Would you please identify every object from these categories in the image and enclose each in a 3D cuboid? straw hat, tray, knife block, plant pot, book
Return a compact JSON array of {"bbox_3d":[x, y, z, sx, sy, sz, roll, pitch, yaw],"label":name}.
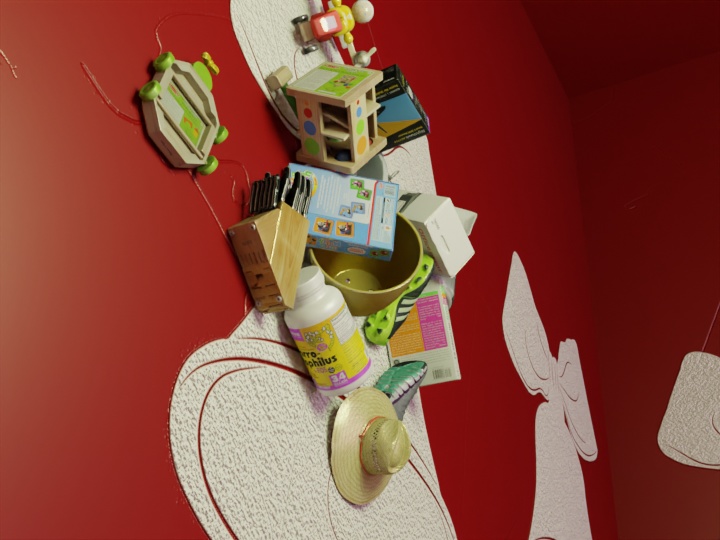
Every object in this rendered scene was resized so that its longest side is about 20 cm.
[{"bbox_3d":[0.041,0.302,1.543,0.200,0.084,0.205,7,80,-48],"label":"straw hat"},{"bbox_3d":[0.149,-0.118,1.956,0.108,0.197,0.022,-59,162,-56],"label":"tray"},{"bbox_3d":[-0.120,-0.055,1.430,0.175,0.063,0.203,-32,107,-49],"label":"knife block"},{"bbox_3d":[0.000,0.000,1.583,0.143,0.197,0.202,103,-3,-51],"label":"plant pot"},{"bbox_3d":[0.118,0.128,1.799,0.048,0.132,0.203,14,65,-67],"label":"book"}]

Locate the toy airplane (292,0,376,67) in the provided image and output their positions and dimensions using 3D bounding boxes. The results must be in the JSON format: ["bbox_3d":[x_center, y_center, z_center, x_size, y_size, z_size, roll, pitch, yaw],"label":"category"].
[{"bbox_3d":[-0.032,-0.497,1.791,0.200,0.139,0.202,42,41,-50],"label":"toy airplane"}]

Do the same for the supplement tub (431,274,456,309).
[{"bbox_3d":[0.149,-0.010,1.949,0.123,0.121,0.202,54,32,-39],"label":"supplement tub"}]

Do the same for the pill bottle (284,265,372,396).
[{"bbox_3d":[-0.060,0.098,1.476,0.202,0.103,0.105,66,27,-20],"label":"pill bottle"}]

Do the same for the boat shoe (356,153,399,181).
[{"bbox_3d":[0.033,-0.197,1.808,0.086,0.074,0.203,33,24,-37],"label":"boat shoe"}]

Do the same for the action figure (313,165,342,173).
[{"bbox_3d":[-0.032,-0.146,1.674,0.065,0.098,0.203,12,64,-64],"label":"action figure"}]

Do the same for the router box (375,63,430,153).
[{"bbox_3d":[0.014,-0.291,1.714,0.149,0.198,0.052,50,30,-43],"label":"router box"}]

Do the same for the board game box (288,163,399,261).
[{"bbox_3d":[-0.037,-0.101,1.538,0.037,0.197,0.153,107,-7,-52],"label":"board game box"}]

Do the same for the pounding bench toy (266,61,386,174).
[{"bbox_3d":[-0.069,-0.273,1.605,0.124,0.198,0.158,-44,141,-42],"label":"pounding bench toy"}]

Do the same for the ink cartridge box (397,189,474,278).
[{"bbox_3d":[0.114,-0.079,1.810,0.084,0.199,0.146,-45,125,-22],"label":"ink cartridge box"}]

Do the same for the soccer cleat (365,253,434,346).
[{"bbox_3d":[0.078,0.056,1.752,0.201,0.067,0.081,-54,154,-7],"label":"soccer cleat"}]

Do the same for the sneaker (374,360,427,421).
[{"bbox_3d":[0.066,0.246,1.710,0.199,0.074,0.089,-34,120,-47],"label":"sneaker"}]

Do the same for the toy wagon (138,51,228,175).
[{"bbox_3d":[-0.253,-0.242,1.320,0.156,0.039,0.202,55,31,-39],"label":"toy wagon"}]
